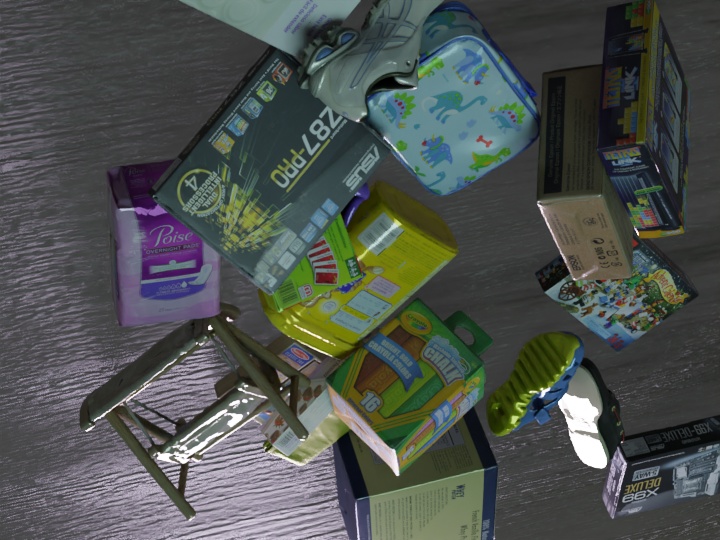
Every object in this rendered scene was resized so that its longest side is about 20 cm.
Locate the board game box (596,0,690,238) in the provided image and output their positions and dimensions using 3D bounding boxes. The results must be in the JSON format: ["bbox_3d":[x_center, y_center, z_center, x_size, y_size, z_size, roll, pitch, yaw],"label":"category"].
[{"bbox_3d":[0.308,-0.163,1.522,0.057,0.200,0.165,-8,143,27],"label":"board game box"}]

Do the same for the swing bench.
[{"bbox_3d":[-0.197,0.156,1.706,0.199,0.130,0.200,-35,115,17],"label":"swing bench"}]

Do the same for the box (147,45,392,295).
[{"bbox_3d":[-0.091,-0.101,1.428,0.161,0.049,0.200,41,87,-19],"label":"box"}]

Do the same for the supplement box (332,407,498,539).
[{"bbox_3d":[0.075,0.300,1.966,0.199,0.134,0.200,-13,138,-8],"label":"supplement box"}]

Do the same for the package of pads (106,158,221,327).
[{"bbox_3d":[-0.214,-0.027,1.552,0.120,0.076,0.200,-9,137,-16],"label":"package of pads"}]

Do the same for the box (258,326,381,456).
[{"bbox_3d":[-0.042,0.147,1.785,0.200,0.039,0.041,-47,137,1],"label":"box"}]

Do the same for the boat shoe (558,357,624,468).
[{"bbox_3d":[0.331,0.194,2.015,0.063,0.074,0.202,-47,135,-30],"label":"boat shoe"}]

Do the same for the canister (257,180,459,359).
[{"bbox_3d":[0.000,0.000,1.658,0.200,0.087,0.148,-42,135,21],"label":"canister"}]

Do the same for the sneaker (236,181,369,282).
[{"bbox_3d":[-0.068,-0.051,1.579,0.081,0.084,0.200,23,124,-38],"label":"sneaker"}]

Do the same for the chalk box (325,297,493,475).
[{"bbox_3d":[0.073,0.128,1.727,0.200,0.125,0.124,-43,160,-13],"label":"chalk box"}]

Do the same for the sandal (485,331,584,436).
[{"bbox_3d":[0.251,0.152,1.932,0.087,0.080,0.200,4,141,-29],"label":"sandal"}]

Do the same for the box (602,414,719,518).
[{"bbox_3d":[0.485,0.305,2.197,0.200,0.050,0.158,-11,138,-11],"label":"box"}]

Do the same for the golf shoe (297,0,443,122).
[{"bbox_3d":[0.034,-0.220,1.390,0.200,0.097,0.078,-42,171,-18],"label":"golf shoe"}]

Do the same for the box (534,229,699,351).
[{"bbox_3d":[0.338,0.018,1.845,0.137,0.038,0.200,-37,136,18],"label":"box"}]

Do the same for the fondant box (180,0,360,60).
[{"bbox_3d":[-0.088,-0.299,1.328,0.200,0.058,0.144,20,125,-37],"label":"fondant box"}]

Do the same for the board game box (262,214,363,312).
[{"bbox_3d":[-0.080,-0.069,1.490,0.101,0.048,0.200,-23,105,-15],"label":"board game box"}]

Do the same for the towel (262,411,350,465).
[{"bbox_3d":[-0.032,0.192,1.861,0.200,0.018,0.086,-39,134,20],"label":"towel"}]

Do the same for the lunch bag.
[{"bbox_3d":[0.095,-0.181,1.505,0.161,0.083,0.200,-32,137,15],"label":"lunch bag"}]

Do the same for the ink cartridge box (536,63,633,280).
[{"bbox_3d":[0.252,-0.103,1.561,0.075,0.165,0.200,-5,152,19],"label":"ink cartridge box"}]

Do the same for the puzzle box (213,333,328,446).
[{"bbox_3d":[-0.078,0.161,1.842,0.133,0.025,0.200,-37,136,17],"label":"puzzle box"}]
